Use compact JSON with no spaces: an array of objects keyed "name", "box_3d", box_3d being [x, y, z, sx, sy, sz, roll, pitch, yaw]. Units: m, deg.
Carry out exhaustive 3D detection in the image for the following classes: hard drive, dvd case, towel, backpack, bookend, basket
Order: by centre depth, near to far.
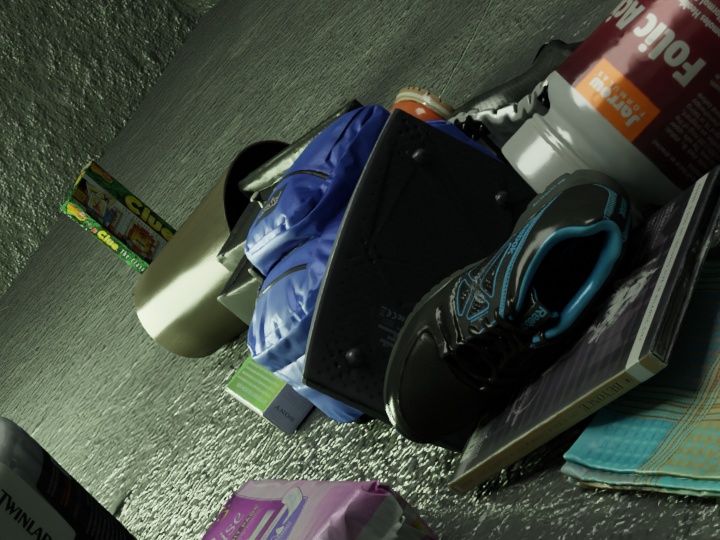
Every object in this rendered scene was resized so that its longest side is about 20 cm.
[{"name":"towel","box_3d":[0.189,0.048,0.734,0.147,0.022,0.200,-56,18,-17]},{"name":"dvd case","box_3d":[0.131,0.038,0.861,0.200,0.016,0.149,-45,12,50]},{"name":"hard drive","box_3d":[0.039,0.008,0.973,0.042,0.134,0.201,-35,33,61]},{"name":"backpack","box_3d":[0.000,0.000,1.078,0.201,0.167,0.163,-60,8,-28]},{"name":"bookend","box_3d":[-0.064,-0.017,1.282,0.200,0.092,0.199,-29,26,52]},{"name":"basket","box_3d":[-0.130,-0.008,1.498,0.200,0.136,0.181,-40,24,40]}]

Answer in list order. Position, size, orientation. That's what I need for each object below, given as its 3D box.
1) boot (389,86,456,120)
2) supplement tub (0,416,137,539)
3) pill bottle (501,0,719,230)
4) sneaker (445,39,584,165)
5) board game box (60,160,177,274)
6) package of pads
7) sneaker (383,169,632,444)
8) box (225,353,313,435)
[{"name":"boot","box_3d":[0.034,-0.101,1.387,0.108,0.075,0.200,-59,10,-19]},{"name":"supplement tub","box_3d":[-0.179,0.188,0.846,0.122,0.200,0.123,-33,25,17]},{"name":"pill bottle","box_3d":[0.189,-0.114,0.923,0.200,0.114,0.114,-47,17,11]},{"name":"sneaker","box_3d":[0.141,-0.135,1.189,0.200,0.066,0.091,-20,31,53]},{"name":"board game box","box_3d":[-0.259,-0.039,1.766,0.023,0.200,0.105,-42,18,23]},{"name":"package of pads","box_3d":[-0.042,0.191,0.923,0.121,0.076,0.200,-53,17,-21]},{"name":"sneaker","box_3d":[0.081,0.027,0.871,0.200,0.073,0.082,-52,8,16]},{"name":"box","box_3d":[-0.030,0.043,1.287,0.200,0.036,0.144,-51,16,-8]}]
